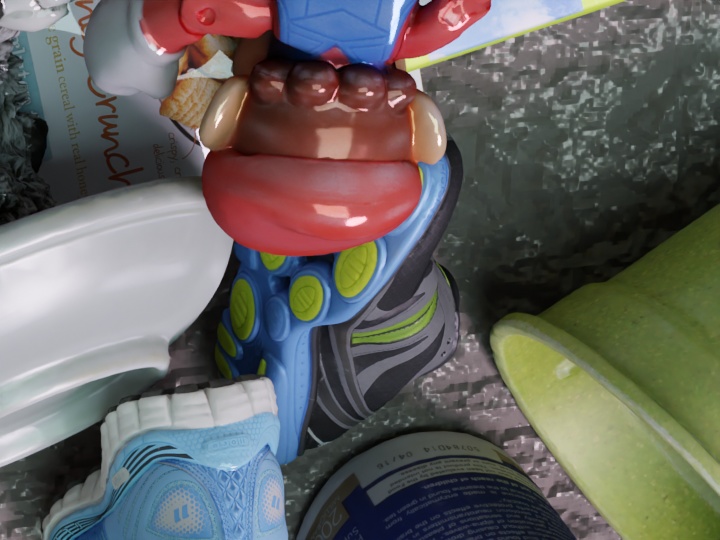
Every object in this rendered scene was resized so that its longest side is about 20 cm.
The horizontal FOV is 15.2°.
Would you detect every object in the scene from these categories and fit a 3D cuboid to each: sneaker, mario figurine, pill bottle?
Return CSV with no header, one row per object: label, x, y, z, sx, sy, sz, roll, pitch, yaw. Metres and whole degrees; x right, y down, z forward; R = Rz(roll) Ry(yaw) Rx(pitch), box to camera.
sneaker,0.000,0.000,0.999,0.082,0.071,0.200,-20,155,-25
mario figurine,-0.012,-0.098,0.858,0.106,0.123,0.201,-34,143,-50
pill bottle,0.051,0.152,1.038,0.110,0.200,0.112,-7,115,-16
sneaker,-0.070,0.114,1.005,0.078,0.090,0.200,-9,158,-14

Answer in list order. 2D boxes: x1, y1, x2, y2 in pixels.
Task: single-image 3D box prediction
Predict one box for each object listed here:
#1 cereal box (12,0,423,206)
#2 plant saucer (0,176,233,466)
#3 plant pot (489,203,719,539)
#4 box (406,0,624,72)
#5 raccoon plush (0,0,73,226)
cereal box,-0.079,-0.081,0.980,0.199,0.040,0.145,-15,115,-11
plant saucer,-0.123,0.033,0.935,0.199,0.200,0.050,-23,80,-7
plant pot,0.184,0.036,1.053,0.184,0.200,0.201,-42,120,-11
box,0.044,-0.143,0.940,0.199,0.048,0.122,-19,109,-5
raccoon plush,-0.186,-0.071,0.889,0.199,0.097,0.135,-8,107,1
